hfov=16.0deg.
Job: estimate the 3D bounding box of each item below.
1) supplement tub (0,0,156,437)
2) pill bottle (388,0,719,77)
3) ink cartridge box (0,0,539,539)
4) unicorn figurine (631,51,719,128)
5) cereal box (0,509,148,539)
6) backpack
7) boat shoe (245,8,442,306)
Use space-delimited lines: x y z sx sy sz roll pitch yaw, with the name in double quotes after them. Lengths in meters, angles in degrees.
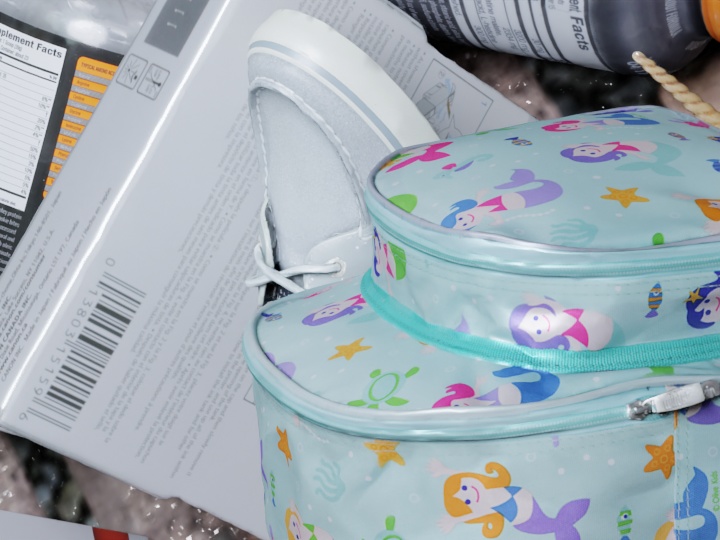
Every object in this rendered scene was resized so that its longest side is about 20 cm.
-0.106 -0.044 0.995 0.122 0.122 0.201 24 103 29 "supplement tub"
0.074 -0.132 0.969 0.199 0.106 0.107 13 81 28 "pill bottle"
-0.035 -0.009 0.957 0.043 0.173 0.201 28 88 46 "ink cartridge box"
0.200 -0.012 0.894 0.199 0.074 0.138 -5 49 7 "unicorn figurine"
-0.138 0.157 0.933 0.039 0.200 0.145 -26 66 29 "cereal box"
0.063 0.035 0.822 0.199 0.152 0.177 -17 21 -16 "backpack"
0.000 0.000 0.911 0.070 0.201 0.072 21 58 40 "boat shoe"
